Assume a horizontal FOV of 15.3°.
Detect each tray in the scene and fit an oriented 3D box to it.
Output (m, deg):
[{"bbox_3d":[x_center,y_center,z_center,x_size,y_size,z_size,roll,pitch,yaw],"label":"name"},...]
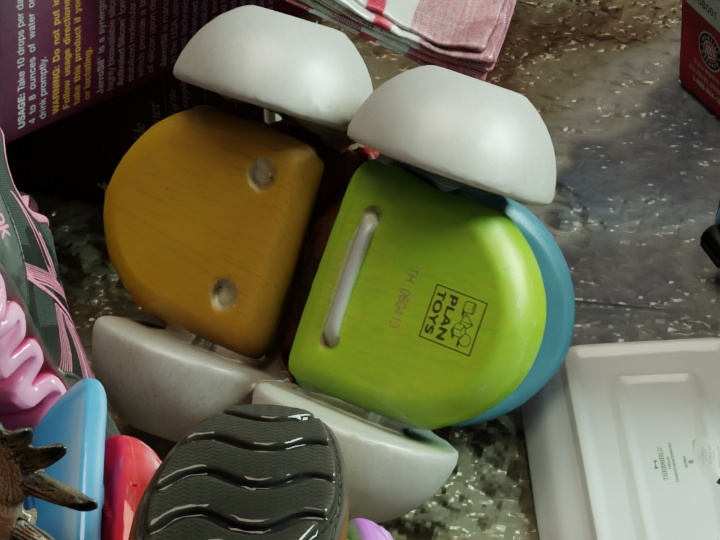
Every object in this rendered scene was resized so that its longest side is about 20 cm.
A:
[{"bbox_3d":[0.121,0.082,1.040,0.107,0.022,0.200,-3,34,-1],"label":"tray"}]

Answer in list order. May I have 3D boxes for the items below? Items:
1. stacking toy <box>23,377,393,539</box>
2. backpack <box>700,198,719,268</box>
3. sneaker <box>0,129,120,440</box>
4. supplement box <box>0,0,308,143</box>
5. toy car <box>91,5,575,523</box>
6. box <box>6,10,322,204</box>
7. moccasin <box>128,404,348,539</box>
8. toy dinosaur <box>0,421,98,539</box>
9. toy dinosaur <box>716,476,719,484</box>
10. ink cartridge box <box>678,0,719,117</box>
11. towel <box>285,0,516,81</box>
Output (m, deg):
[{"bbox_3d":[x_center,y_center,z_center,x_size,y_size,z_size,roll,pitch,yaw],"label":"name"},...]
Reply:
[{"bbox_3d":[-0.023,0.119,0.944,0.199,0.116,0.110,8,52,-13],"label":"stacking toy"},{"bbox_3d":[0.224,-0.054,1.074,0.134,0.201,0.183,-9,33,-9],"label":"backpack"},{"bbox_3d":[-0.129,0.020,0.988,0.079,0.200,0.096,0,51,16],"label":"sneaker"},{"bbox_3d":[-0.116,-0.154,1.148,0.200,0.103,0.131,-28,49,-34],"label":"supplement box"},{"bbox_3d":[0.000,0.000,1.078,0.200,0.176,0.150,21,4,32],"label":"toy car"},{"bbox_3d":[-0.118,-0.090,1.245,0.199,0.100,0.075,11,36,21],"label":"box"},{"bbox_3d":[-0.035,0.123,0.834,0.073,0.078,0.202,-3,43,-2],"label":"moccasin"},{"bbox_3d":[-0.132,0.117,0.825,0.135,0.086,0.201,0,66,-43],"label":"toy dinosaur"},{"bbox_3d":[0.185,0.116,0.883,0.199,0.103,0.136,-9,19,-5],"label":"toy dinosaur"},{"bbox_3d":[0.215,-0.152,1.219,0.083,0.201,0.146,-15,35,-18],"label":"ink cartridge box"},{"bbox_3d":[-0.019,-0.171,1.099,0.199,0.023,0.144,24,54,-10],"label":"towel"}]
